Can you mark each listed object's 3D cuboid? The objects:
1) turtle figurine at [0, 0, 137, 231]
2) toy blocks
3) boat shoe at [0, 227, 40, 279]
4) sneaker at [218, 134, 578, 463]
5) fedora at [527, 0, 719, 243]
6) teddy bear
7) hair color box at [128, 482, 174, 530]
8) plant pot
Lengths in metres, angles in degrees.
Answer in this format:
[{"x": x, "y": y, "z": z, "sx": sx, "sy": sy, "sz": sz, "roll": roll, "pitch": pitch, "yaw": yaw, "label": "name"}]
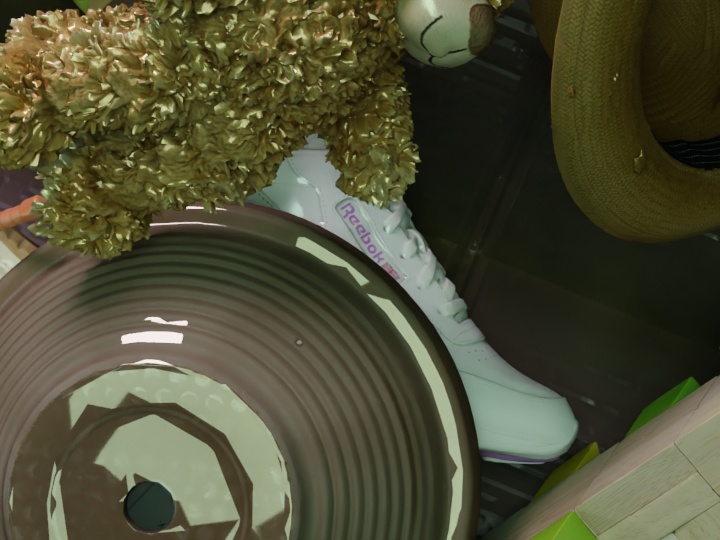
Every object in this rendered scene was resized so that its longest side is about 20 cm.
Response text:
[{"x": -0.070, "y": -0.098, "z": 1.026, "sx": 0.200, "sy": 0.064, "sz": 0.161, "roll": -29, "pitch": 54, "yaw": 17, "label": "turtle figurine"}, {"x": 0.129, "y": 0.123, "z": 1.007, "sx": 0.137, "sy": 0.100, "sz": 0.200, "roll": 48, "pitch": 126, "yaw": -4, "label": "toy blocks"}, {"x": -0.159, "y": 0.005, "z": 1.057, "sx": 0.200, "sy": 0.074, "sz": 0.069, "roll": 38, "pitch": 87, "yaw": 2, "label": "boat shoe"}, {"x": 0.000, "y": 0.000, "z": 1.044, "sx": 0.200, "sy": 0.075, "sz": 0.100, "roll": 31, "pitch": 94, "yaw": 3, "label": "sneaker"}, {"x": 0.117, "y": -0.111, "z": 0.975, "sx": 0.082, "sy": 0.201, "sz": 0.201, "roll": 35, "pitch": 94, "yaw": 40, "label": "fedora"}, {"x": -0.031, "y": -0.067, "z": 0.921, "sx": 0.200, "sy": 0.067, "sz": 0.145, "roll": -14, "pitch": 128, "yaw": -4, "label": "teddy bear"}, {"x": -0.078, "y": 0.137, "z": 1.059, "sx": 0.100, "sy": 0.061, "sz": 0.200, "roll": 45, "pitch": 93, "yaw": 3, "label": "hair color box"}, {"x": -0.063, "y": 0.076, "z": 0.974, "sx": 0.201, "sy": 0.093, "sz": 0.201, "roll": 1, "pitch": 94, "yaw": 10, "label": "plant pot"}]
